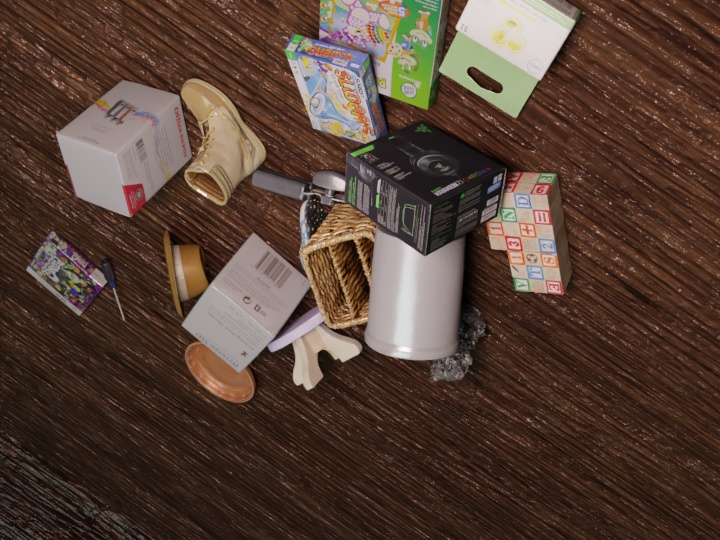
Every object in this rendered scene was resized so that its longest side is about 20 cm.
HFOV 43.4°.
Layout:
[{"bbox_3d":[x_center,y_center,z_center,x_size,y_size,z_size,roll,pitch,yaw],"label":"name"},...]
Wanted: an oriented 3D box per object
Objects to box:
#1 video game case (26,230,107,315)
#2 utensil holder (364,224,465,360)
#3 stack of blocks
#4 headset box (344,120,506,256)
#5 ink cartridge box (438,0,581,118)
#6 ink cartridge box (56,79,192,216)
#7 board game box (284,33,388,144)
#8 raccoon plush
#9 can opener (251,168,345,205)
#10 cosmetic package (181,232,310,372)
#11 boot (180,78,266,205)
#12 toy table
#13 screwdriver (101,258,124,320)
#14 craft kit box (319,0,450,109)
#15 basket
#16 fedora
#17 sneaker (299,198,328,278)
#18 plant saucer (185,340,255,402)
[{"bbox_3d":[-0.734,0.010,2.262,0.181,0.036,0.199,43,139,-11],"label":"video game case"},{"bbox_3d":[0.096,0.028,1.550,0.167,0.169,0.205,12,109,24],"label":"utensil holder"},{"bbox_3d":[0.272,-0.060,1.474,0.113,0.059,0.203,6,132,31],"label":"stack of blocks"},{"bbox_3d":[0.092,-0.135,1.394,0.199,0.172,0.094,36,137,35],"label":"headset box"},{"bbox_3d":[0.200,-0.316,1.279,0.144,0.048,0.201,32,134,3],"label":"ink cartridge box"},{"bbox_3d":[-0.435,-0.233,1.692,0.142,0.201,0.147,19,137,21],"label":"ink cartridge box"},{"bbox_3d":[-0.034,-0.281,1.438,0.133,0.035,0.201,20,158,21],"label":"board game box"},{"bbox_3d":[0.145,0.111,1.669,0.200,0.135,0.096,47,140,-15],"label":"raccoon plush"},{"bbox_3d":[-0.104,-0.165,1.656,0.196,0.053,0.068,18,105,21],"label":"can opener"},{"bbox_3d":[-0.236,0.069,1.871,0.167,0.167,0.200,39,141,-6],"label":"cosmetic package"},{"bbox_3d":[-0.274,-0.230,1.614,0.072,0.156,0.201,-22,115,45],"label":"boot"},{"bbox_3d":[-0.092,0.151,1.855,0.199,0.184,0.118,-28,98,43],"label":"toy table"},{"bbox_3d":[-0.600,0.054,2.214,0.029,0.028,0.203,39,147,43],"label":"screwdriver"},{"bbox_3d":[0.031,-0.364,1.362,0.197,0.049,0.200,22,141,16],"label":"craft kit box"},{"bbox_3d":[0.000,0.000,1.653,0.140,0.150,0.203,7,132,29],"label":"basket"},{"bbox_3d":[-0.369,0.002,1.936,0.080,0.203,0.203,-10,135,-9],"label":"fedora"},{"bbox_3d":[-0.092,-0.049,1.734,0.071,0.072,0.203,17,134,31],"label":"sneaker"},{"bbox_3d":[-0.337,0.240,2.208,0.197,0.038,0.203,19,137,18],"label":"plant saucer"}]
